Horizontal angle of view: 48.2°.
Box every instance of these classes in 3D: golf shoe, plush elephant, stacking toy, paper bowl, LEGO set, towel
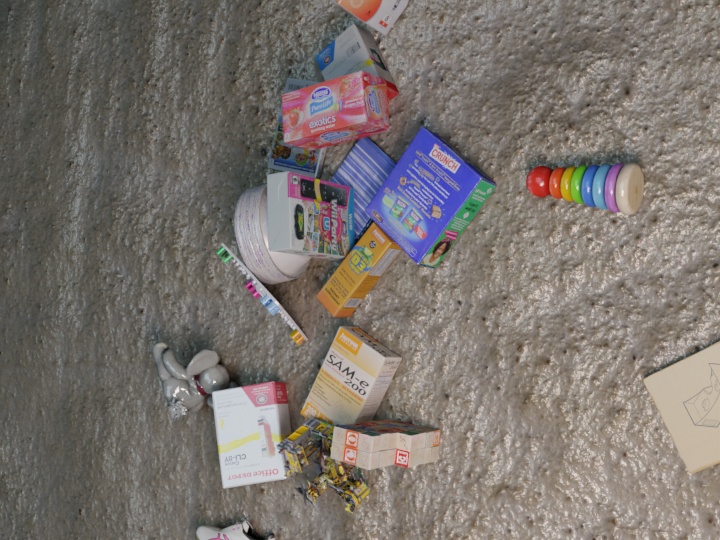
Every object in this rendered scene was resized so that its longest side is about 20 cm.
[{"bbox_3d":[-0.265,0.578,1.731,0.197,0.072,0.094,12,86,24],"label":"golf shoe"},{"bbox_3d":[-0.360,0.240,1.786,0.200,0.153,0.167,-128,19,-59],"label":"plush elephant"},{"bbox_3d":[0.375,-0.144,1.374,0.198,0.085,0.087,9,90,40],"label":"stacking toy"},{"bbox_3d":[-0.162,-0.079,1.641,0.103,0.200,0.204,-11,79,23],"label":"paper bowl"},{"bbox_3d":[-0.077,0.386,1.538,0.153,0.115,0.202,20,131,40],"label":"LEGO set"},{"bbox_3d":[-0.009,-0.163,1.656,0.145,0.024,0.201,47,111,28],"label":"towel"}]

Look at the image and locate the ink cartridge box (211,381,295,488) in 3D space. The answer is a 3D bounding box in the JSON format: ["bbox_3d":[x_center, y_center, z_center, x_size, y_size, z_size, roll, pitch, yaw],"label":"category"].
[{"bbox_3d":[-0.223,0.344,1.689,0.143,0.083,0.203,-10,80,9],"label":"ink cartridge box"}]

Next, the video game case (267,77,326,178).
[{"bbox_3d":[-0.125,-0.310,1.750,0.142,0.018,0.203,16,94,33],"label":"video game case"}]

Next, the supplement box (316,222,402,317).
[{"bbox_3d":[0.000,0.000,1.609,0.067,0.069,0.201,46,108,25],"label":"supplement box"}]

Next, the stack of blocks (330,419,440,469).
[{"bbox_3d":[0.049,0.317,1.466,0.114,0.199,0.060,6,88,34],"label":"stack of blocks"}]

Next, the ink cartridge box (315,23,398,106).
[{"bbox_3d":[-0.001,-0.383,1.644,0.116,0.067,0.202,-32,69,28],"label":"ink cartridge box"}]

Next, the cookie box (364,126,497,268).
[{"bbox_3d":[0.131,-0.137,1.529,0.171,0.075,0.201,46,110,28],"label":"cookie box"}]

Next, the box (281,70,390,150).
[{"bbox_3d":[-0.050,-0.310,1.575,0.198,0.094,0.104,-7,83,33],"label":"box"}]

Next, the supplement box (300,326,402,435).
[{"bbox_3d":[-0.020,0.228,1.596,0.125,0.073,0.202,30,102,31],"label":"supplement box"}]

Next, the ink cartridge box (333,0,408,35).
[{"bbox_3d":[0.053,-0.578,1.571,0.200,0.161,0.050,-48,56,21],"label":"ink cartridge box"}]

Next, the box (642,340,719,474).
[{"bbox_3d":[0.563,0.199,1.243,0.199,0.021,0.165,-33,69,27],"label":"box"}]

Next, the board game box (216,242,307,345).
[{"bbox_3d":[-0.204,0.052,1.665,0.026,0.200,0.200,-42,61,-7],"label":"board game box"}]

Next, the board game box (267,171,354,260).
[{"bbox_3d":[-0.094,-0.103,1.579,0.064,0.199,0.150,-5,83,36],"label":"board game box"}]
